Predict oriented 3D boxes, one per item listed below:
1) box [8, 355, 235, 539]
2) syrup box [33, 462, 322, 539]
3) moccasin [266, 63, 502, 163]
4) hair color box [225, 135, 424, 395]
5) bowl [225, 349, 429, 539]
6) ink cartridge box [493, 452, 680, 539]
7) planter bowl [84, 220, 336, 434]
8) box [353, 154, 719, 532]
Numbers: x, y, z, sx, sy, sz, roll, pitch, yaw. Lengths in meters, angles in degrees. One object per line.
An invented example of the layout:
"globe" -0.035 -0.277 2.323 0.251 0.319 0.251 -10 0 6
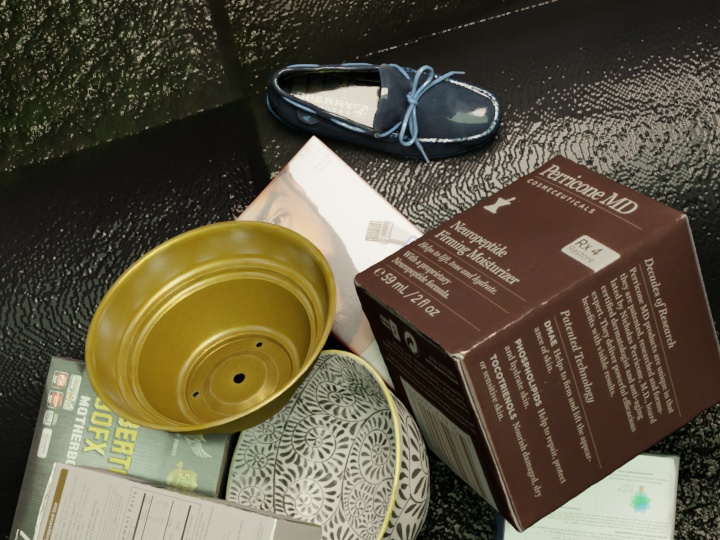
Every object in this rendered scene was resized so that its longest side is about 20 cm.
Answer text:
"box" -0.193 0.183 1.166 0.157 0.048 0.202 12 82 5
"syrup box" -0.137 0.202 1.063 0.199 0.079 0.082 8 80 26
"moccasin" 0.019 -0.132 1.195 0.198 0.068 0.081 1 81 3
"hair color box" 0.000 0.000 1.178 0.200 0.064 0.111 42 86 9
"bowl" -0.008 0.170 1.120 0.200 0.094 0.202 -22 58 42
"ink cartridge box" 0.170 0.239 1.126 0.135 0.076 0.202 6 80 3
"planter bowl" -0.104 0.063 1.112 0.199 0.084 0.201 -9 48 11
"box" 0.132 0.048 1.065 0.199 0.166 0.165 -31 120 -15
